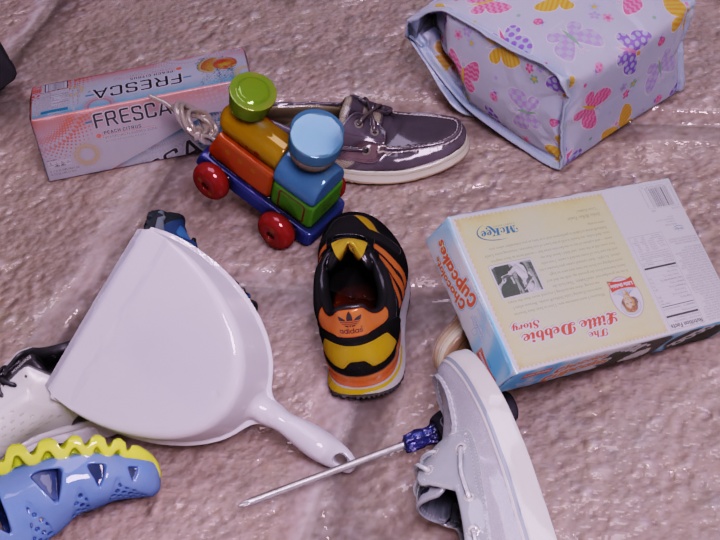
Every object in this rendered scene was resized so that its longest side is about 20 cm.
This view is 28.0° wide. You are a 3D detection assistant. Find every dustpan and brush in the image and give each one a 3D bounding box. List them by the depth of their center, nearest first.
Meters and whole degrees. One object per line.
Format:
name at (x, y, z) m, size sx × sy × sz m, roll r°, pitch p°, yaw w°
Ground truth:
dustpan and brush at (-0.091, 0.078, 0.962) m, size 0.200 × 0.140 × 0.057 m, roll 33°, pitch 6°, yaw 14°

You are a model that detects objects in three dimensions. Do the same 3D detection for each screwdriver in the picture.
screwdriver at (0.015, 0.123, 0.950) m, size 0.200 × 0.028 × 0.029 m, roll -21°, pitch 30°, yaw -19°

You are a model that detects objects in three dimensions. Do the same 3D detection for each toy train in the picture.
toy train at (-0.098, -0.118, 1.165) m, size 0.200 × 0.116 × 0.085 m, roll 37°, pitch 59°, yaw 13°

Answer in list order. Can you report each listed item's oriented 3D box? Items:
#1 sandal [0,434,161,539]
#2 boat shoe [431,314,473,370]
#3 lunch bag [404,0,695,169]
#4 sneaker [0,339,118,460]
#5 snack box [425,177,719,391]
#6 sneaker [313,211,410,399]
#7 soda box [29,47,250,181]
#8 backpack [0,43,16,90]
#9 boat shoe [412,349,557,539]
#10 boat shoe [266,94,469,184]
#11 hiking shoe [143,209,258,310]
sandal at (-0.227, 0.157, 0.932) m, size 0.200 × 0.079 × 0.087 m, roll -8°, pitch 74°, yaw -12°
boat shoe at (0.116, 0.023, 1.035) m, size 0.200 × 0.072 × 0.065 m, roll -34°, pitch 34°, yaw -32°
lunch bag at (0.164, -0.203, 1.273) m, size 0.170 × 0.127 × 0.200 m, roll -34°, pitch 53°, yaw -26°
sneaker at (-0.249, 0.096, 0.998) m, size 0.200 × 0.080 × 0.074 m, roll -26°, pitch 42°, yaw -19°
snack box at (0.153, 0.007, 0.984) m, size 0.200 × 0.037 × 0.116 m, roll -11°, pitch 68°, yaw -31°
sneaker at (0.000, 0.000, 1.064) m, size 0.070 × 0.090 × 0.200 m, roll -6°, pitch 38°, yaw 3°
soda box at (-0.194, -0.142, 1.304) m, size 0.200 × 0.068 × 0.064 m, roll -11°, pitch 38°, yaw -3°
backpack at (-0.460, -0.217, 1.414) m, size 0.163 × 0.154 × 0.200 m, roll -33°, pitch 31°, yaw -20°
boat shoe at (0.068, 0.133, 0.883) m, size 0.071 × 0.070 × 0.201 m, roll -14°, pitch 48°, yaw -5°
boat shoe at (-0.008, -0.118, 1.240) m, size 0.200 × 0.065 × 0.072 m, roll 0°, pitch 38°, yaw 11°
hiking shoe at (-0.124, 0.026, 1.086) m, size 0.087 × 0.074 × 0.200 m, roll 4°, pitch 37°, yaw -17°
